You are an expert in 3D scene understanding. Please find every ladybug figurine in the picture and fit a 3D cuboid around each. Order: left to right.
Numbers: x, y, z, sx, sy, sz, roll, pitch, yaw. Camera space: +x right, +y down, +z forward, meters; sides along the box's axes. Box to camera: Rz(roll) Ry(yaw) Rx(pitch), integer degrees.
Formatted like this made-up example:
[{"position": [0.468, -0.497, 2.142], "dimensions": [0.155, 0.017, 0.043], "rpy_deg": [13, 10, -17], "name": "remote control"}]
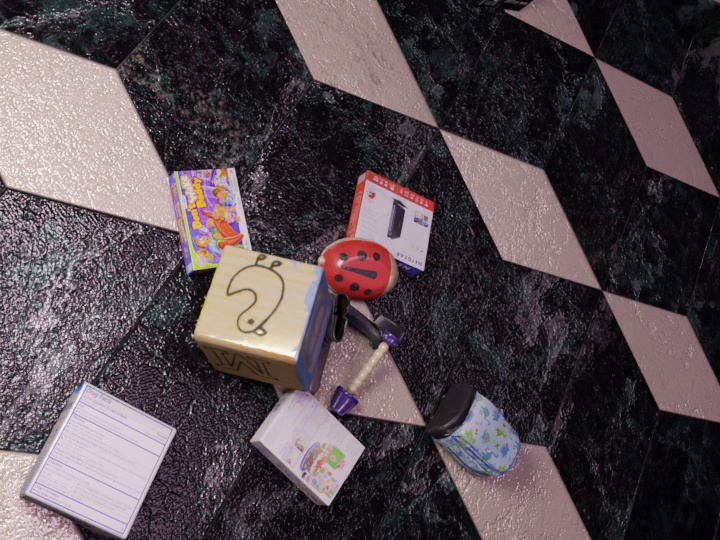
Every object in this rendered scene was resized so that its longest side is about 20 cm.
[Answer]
[{"position": [0.000, 0.000, 1.669], "dimensions": [0.196, 0.072, 0.139], "rpy_deg": [9, 97, -23], "name": "ladybug figurine"}]

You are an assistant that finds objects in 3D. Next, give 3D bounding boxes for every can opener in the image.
[{"position": [0.002, 0.110, 1.672], "dimensions": [0.198, 0.063, 0.080], "rpy_deg": [33, 88, -10], "name": "can opener"}]

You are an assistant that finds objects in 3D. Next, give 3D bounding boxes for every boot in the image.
[{"position": [-0.079, 0.150, 1.564], "dimensions": [0.067, 0.130, 0.204], "rpy_deg": [18, 68, -26], "name": "boot"}]

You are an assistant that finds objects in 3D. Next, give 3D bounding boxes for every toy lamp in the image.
[{"position": [0.007, 0.218, 1.614], "dimensions": [0.058, 0.058, 0.201], "rpy_deg": [40, 79, -15], "name": "toy lamp"}]

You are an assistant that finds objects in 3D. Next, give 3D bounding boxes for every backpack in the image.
[{"position": [0.267, 0.377, 1.724], "dimensions": [0.163, 0.152, 0.202], "rpy_deg": [-48, 115, -39], "name": "backpack"}]

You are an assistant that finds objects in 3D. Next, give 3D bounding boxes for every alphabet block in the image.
[{"position": [-0.176, 0.094, 1.438], "dimensions": [0.196, 0.197, 0.199], "rpy_deg": [11, 64, 8], "name": "alphabet block"}]

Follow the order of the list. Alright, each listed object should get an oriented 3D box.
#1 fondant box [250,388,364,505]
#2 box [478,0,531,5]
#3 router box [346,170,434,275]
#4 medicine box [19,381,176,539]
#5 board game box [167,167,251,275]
[{"position": [-0.104, 0.352, 1.536], "dimensions": [0.200, 0.058, 0.145], "rpy_deg": [46, 58, -12], "name": "fondant box"}, {"position": [0.403, -0.863, 2.177], "dimensions": [0.161, 0.086, 0.205], "rpy_deg": [-4, 78, -33], "name": "box"}, {"position": [0.072, -0.109, 1.780], "dimensions": [0.197, 0.049, 0.183], "rpy_deg": [22, 66, -25], "name": "router box"}, {"position": [-0.446, 0.325, 1.301], "dimensions": [0.181, 0.102, 0.203], "rpy_deg": [33, 61, -20], "name": "medicine box"}, {"position": [-0.303, -0.101, 1.546], "dimensions": [0.132, 0.045, 0.204], "rpy_deg": [-9, 81, -33], "name": "board game box"}]
